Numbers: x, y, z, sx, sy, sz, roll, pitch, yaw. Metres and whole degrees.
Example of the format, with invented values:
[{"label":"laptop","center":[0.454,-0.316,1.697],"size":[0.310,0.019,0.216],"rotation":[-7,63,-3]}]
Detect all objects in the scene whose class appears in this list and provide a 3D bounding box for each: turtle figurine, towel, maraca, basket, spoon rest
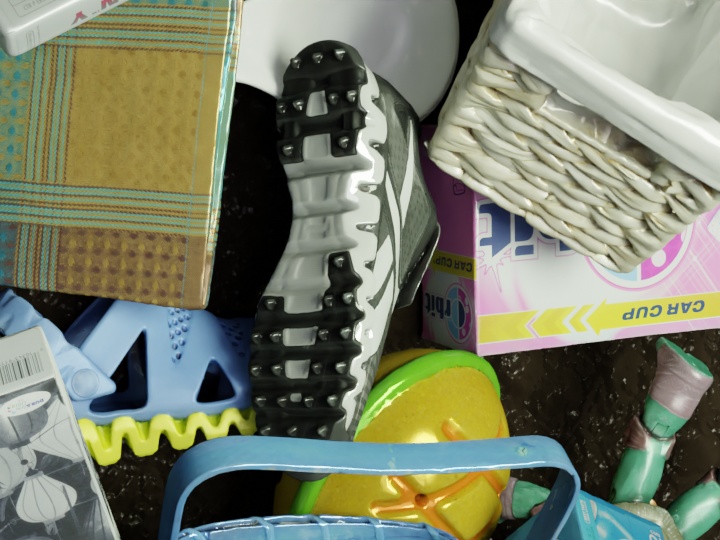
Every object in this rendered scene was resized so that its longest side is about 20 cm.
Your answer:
[{"label":"turtle figurine","center":[0.137,0.144,0.898],"size":[0.149,0.101,0.201],"rotation":[35,100,-22]},{"label":"towel","center":[-0.126,-0.090,0.766],"size":[0.145,0.022,0.202],"rotation":[7,94,8]},{"label":"maraca","center":[0.007,0.127,0.853],"size":[0.136,0.107,0.201],"rotation":[6,115,-47]},{"label":"basket","center":[0.133,-0.117,0.815],"size":[0.135,0.124,0.201],"rotation":[30,56,-3]},{"label":"basket","center":[-0.013,0.150,0.716],"size":[0.175,0.140,0.201],"rotation":[5,128,-23]},{"label":"spoon rest","center":[-0.038,-0.110,0.822],"size":[0.198,0.061,0.101],"rotation":[-7,101,-23]}]

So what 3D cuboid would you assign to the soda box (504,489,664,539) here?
[{"label":"soda box","center":[0.063,0.193,0.819],"size":[0.064,0.068,0.200],"rotation":[26,125,-30]}]

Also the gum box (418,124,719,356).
[{"label":"gum box","center":[0.133,-0.025,0.909],"size":[0.198,0.066,0.115],"rotation":[-6,99,-24]}]

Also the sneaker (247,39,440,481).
[{"label":"sneaker","center":[0.000,0.000,0.796],"size":[0.090,0.066,0.202],"rotation":[17,74,-51]}]

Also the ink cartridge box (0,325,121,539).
[{"label":"ink cartridge box","center":[-0.159,0.120,0.754],"size":[0.099,0.039,0.201],"rotation":[-20,134,-9]}]

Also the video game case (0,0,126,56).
[{"label":"video game case","center":[-0.122,-0.210,0.731],"size":[0.181,0.023,0.201],"rotation":[-30,73,-18]}]

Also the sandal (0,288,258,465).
[{"label":"sandal","center":[-0.101,0.041,0.807],"size":[0.198,0.079,0.088],"rotation":[-11,98,-25]}]
